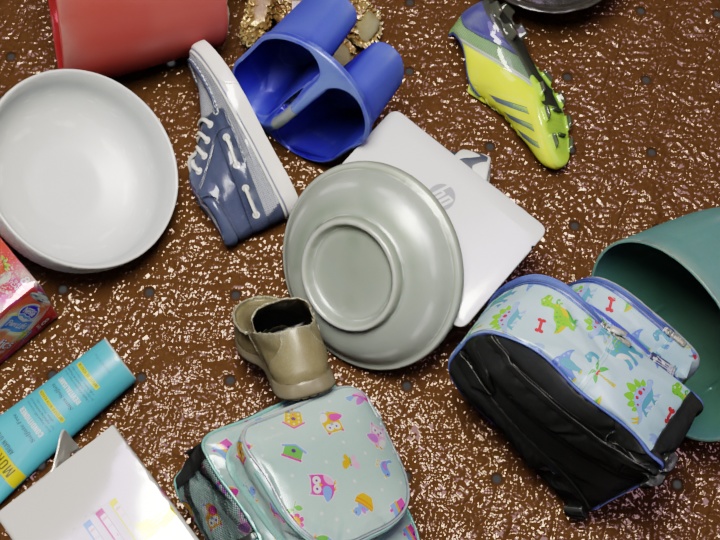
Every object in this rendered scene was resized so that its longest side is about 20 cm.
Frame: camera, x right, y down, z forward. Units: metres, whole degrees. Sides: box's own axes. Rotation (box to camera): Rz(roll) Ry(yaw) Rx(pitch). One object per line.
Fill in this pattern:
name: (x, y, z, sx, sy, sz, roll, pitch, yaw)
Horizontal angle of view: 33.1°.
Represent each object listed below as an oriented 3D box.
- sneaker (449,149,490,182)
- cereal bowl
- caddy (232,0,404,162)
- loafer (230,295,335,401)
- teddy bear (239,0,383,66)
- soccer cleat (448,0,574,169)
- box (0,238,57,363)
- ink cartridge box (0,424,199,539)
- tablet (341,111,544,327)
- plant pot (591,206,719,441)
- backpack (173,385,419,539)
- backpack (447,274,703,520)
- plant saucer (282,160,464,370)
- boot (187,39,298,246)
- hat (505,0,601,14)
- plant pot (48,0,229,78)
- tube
sneaker: (0.051, -0.035, 1.211, 0.128, 0.080, 0.202, 11, 75, 11)
cereal bowl: (-0.286, -0.091, 1.197, 0.198, 0.083, 0.203, 8, 74, -30)
caddy: (-0.049, -0.182, 1.203, 0.141, 0.200, 0.105, 44, 66, -11)
loafer: (-0.071, 0.055, 1.117, 0.075, 0.200, 0.068, -12, 110, -19)
teddy bear: (-0.069, -0.292, 1.323, 0.198, 0.067, 0.147, 23, 78, 0)
soccer cleat: (0.160, -0.192, 1.293, 0.083, 0.064, 0.202, -31, 79, 30)
box: (-0.397, -0.009, 1.172, 0.099, 0.096, 0.200, -40, 74, -15)
ink cartridge box: (-0.215, 0.244, 1.059, 0.125, 0.129, 0.200, -37, 73, -15)
tablet: (0.064, -0.053, 1.166, 0.199, 0.014, 0.130, 40, 80, 16)
plant pot: (0.341, 0.033, 1.133, 0.160, 0.201, 0.202, -25, 70, -23)
backpack: (-0.041, 0.212, 1.057, 0.174, 0.153, 0.202, -18, 75, -39)
backpack: (0.189, 0.096, 1.094, 0.199, 0.183, 0.147, 39, 61, 0)
plant saucer: (0.000, 0.000, 1.139, 0.200, 0.201, 0.050, 44, 29, 15)
boot: (-0.145, -0.129, 1.227, 0.090, 0.073, 0.202, -29, 86, -9)
hat: (0.214, -0.352, 1.342, 0.197, 0.081, 0.204, -2, 69, 4)
plant pot: (-0.235, -0.298, 1.254, 0.175, 0.201, 0.203, -9, 68, -15)
tube: (-0.304, 0.147, 1.143, 0.199, 0.051, 0.077, -40, 67, -11)
